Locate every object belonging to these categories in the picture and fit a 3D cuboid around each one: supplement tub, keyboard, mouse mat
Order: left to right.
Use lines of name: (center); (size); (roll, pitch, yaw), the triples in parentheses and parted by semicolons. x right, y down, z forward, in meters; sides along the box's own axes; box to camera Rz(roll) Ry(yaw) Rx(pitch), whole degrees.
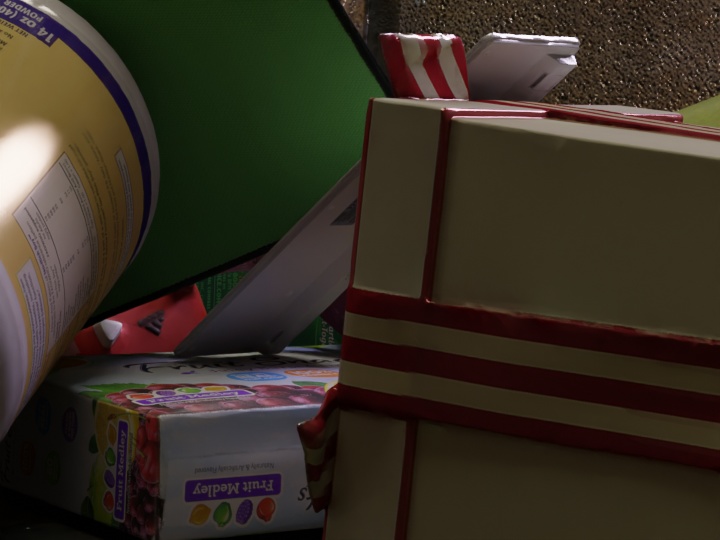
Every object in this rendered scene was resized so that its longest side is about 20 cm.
supplement tub: (-0.169, -0.006, 0.967); (0.144, 0.146, 0.200); (5, 31, 16)
mouse mat: (-0.089, -0.065, 1.041); (0.199, 0.161, 0.008); (-22, 25, 24)
keyboard: (0.004, -0.025, 1.015); (0.056, 0.011, 0.200); (4, -39, -45)

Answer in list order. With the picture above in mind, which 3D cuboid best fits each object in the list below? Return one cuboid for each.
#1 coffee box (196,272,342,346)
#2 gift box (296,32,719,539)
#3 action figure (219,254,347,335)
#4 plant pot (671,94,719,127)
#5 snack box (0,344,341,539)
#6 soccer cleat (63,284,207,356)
coffee box: (0.000, 0.000, 1.233); (0.199, 0.124, 0.044); (-4, -7, 43)
gift box: (0.086, 0.022, 0.909); (0.186, 0.186, 0.199); (10, 3, 37)
action figure: (-0.023, -0.018, 1.102); (0.199, 0.135, 0.149); (31, 52, 26)
plant pot: (0.160, -0.001, 1.262); (0.189, 0.202, 0.200); (-10, 10, -15)
snack box: (-0.032, 0.064, 1.052); (0.199, 0.053, 0.142); (-1, 6, -36)
soccer cleat: (-0.137, 0.001, 1.216); (0.069, 0.200, 0.085); (-37, -9, -35)
